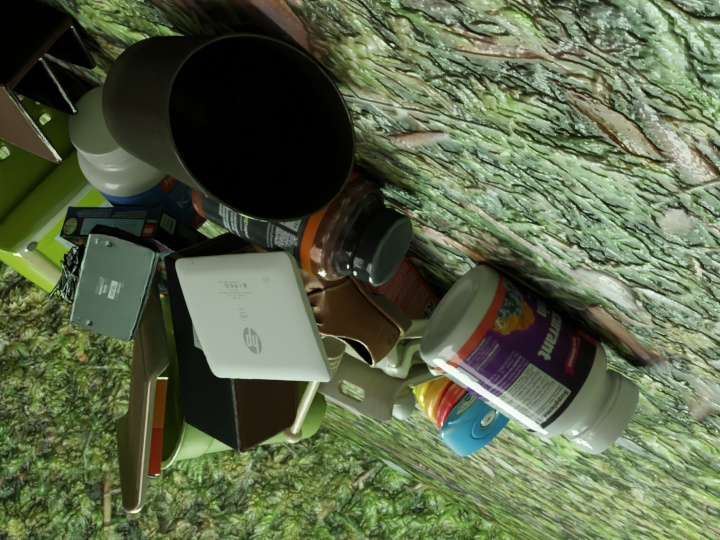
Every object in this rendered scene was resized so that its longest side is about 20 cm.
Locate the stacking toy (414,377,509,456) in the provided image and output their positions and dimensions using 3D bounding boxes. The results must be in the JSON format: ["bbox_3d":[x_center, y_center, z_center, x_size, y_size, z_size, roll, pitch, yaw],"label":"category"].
[{"bbox_3d":[0.092,0.123,1.971,0.200,0.116,0.110,41,175,32],"label":"stacking toy"}]

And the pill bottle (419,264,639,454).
[{"bbox_3d":[0.167,0.092,1.542,0.200,0.111,0.111,34,169,-12],"label":"pill bottle"}]

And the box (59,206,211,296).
[{"bbox_3d":[-0.215,-0.015,1.766,0.137,0.038,0.200,1,160,35],"label":"box"}]

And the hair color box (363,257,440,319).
[{"bbox_3d":[0.000,0.000,1.721,0.111,0.064,0.200,24,165,30],"label":"hair color box"}]

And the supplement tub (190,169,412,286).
[{"bbox_3d":[-0.052,-0.058,1.493,0.200,0.107,0.107,28,168,21],"label":"supplement tub"}]

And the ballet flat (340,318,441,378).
[{"bbox_3d":[0.062,0.081,1.686,0.200,0.070,0.069,-6,154,18],"label":"ballet flat"}]

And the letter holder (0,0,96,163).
[{"bbox_3d":[-0.370,-0.210,1.647,0.200,0.101,0.142,25,157,31],"label":"letter holder"}]

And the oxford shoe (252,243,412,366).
[{"bbox_3d":[-0.038,0.025,1.605,0.200,0.071,0.071,39,167,-20],"label":"oxford shoe"}]

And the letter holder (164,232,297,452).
[{"bbox_3d":[-0.113,0.066,1.703,0.101,0.142,0.200,21,124,44],"label":"letter holder"}]

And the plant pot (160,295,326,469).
[{"bbox_3d":[-0.145,0.133,1.879,0.190,0.200,0.200,3,-178,-25],"label":"plant pot"}]

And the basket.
[{"bbox_3d":[-0.127,-0.131,1.326,0.180,0.136,0.200,33,174,-34],"label":"basket"}]

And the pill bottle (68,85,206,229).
[{"bbox_3d":[-0.236,-0.117,1.718,0.112,0.112,0.200,27,169,23],"label":"pill bottle"}]

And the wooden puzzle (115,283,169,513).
[{"bbox_3d":[-0.238,0.140,1.781,0.037,0.200,0.185,6,-152,-15],"label":"wooden puzzle"}]

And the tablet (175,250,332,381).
[{"bbox_3d":[-0.106,0.046,1.536,0.200,0.014,0.130,-2,109,53],"label":"tablet"}]

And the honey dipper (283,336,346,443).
[{"bbox_3d":[-0.055,0.135,1.769,0.038,0.038,0.200,30,142,8],"label":"honey dipper"}]

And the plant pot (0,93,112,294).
[{"bbox_3d":[-0.372,-0.097,1.851,0.181,0.199,0.200,43,177,24],"label":"plant pot"}]

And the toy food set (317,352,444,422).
[{"bbox_3d":[0.067,0.114,1.790,0.143,0.200,0.060,19,119,52],"label":"toy food set"}]

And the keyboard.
[{"bbox_3d":[-0.274,0.003,1.711,0.104,0.040,0.200,19,144,-7],"label":"keyboard"}]
